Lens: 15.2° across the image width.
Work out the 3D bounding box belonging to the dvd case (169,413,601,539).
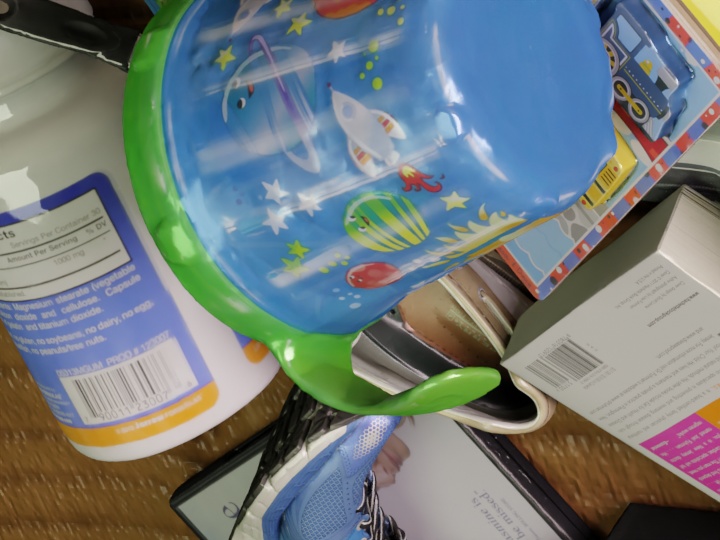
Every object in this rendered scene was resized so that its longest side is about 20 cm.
[{"bbox_3d":[0.010,0.122,1.263,0.143,0.018,0.200,47,137,-7],"label":"dvd case"}]

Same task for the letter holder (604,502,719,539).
[{"bbox_3d":[0.130,0.217,1.123,0.100,0.200,0.143,4,126,32],"label":"letter holder"}]

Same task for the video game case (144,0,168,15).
[{"bbox_3d":[-0.032,-0.161,1.068,0.199,0.018,0.143,-22,110,43],"label":"video game case"}]

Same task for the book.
[{"bbox_3d":[0.167,0.058,1.043,0.199,0.048,0.134,32,149,-10],"label":"book"}]

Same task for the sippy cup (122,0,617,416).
[{"bbox_3d":[0.011,-0.052,0.910,0.130,0.140,0.178,-17,112,42],"label":"sippy cup"}]

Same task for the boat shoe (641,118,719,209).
[{"bbox_3d":[0.142,-0.053,1.000,0.199,0.072,0.068,1,159,18],"label":"boat shoe"}]

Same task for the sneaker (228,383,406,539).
[{"bbox_3d":[-0.009,0.113,1.215,0.089,0.079,0.200,22,138,-1],"label":"sneaker"}]

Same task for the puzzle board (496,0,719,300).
[{"bbox_3d":[0.034,-0.099,0.961,0.200,0.017,0.151,52,142,9],"label":"puzzle board"}]

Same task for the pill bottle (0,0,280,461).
[{"bbox_3d":[-0.119,-0.028,1.167,0.112,0.112,0.201,-7,118,38],"label":"pill bottle"}]

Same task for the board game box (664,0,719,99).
[{"bbox_3d":[0.164,-0.092,0.909,0.101,0.048,0.201,-29,93,21],"label":"board game box"}]

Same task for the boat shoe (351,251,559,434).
[{"bbox_3d":[0.000,0.000,1.101,0.199,0.068,0.075,27,113,-8],"label":"boat shoe"}]

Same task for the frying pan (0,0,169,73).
[{"bbox_3d":[-0.070,-0.067,1.071,0.189,0.116,0.031,-6,167,12],"label":"frying pan"}]
